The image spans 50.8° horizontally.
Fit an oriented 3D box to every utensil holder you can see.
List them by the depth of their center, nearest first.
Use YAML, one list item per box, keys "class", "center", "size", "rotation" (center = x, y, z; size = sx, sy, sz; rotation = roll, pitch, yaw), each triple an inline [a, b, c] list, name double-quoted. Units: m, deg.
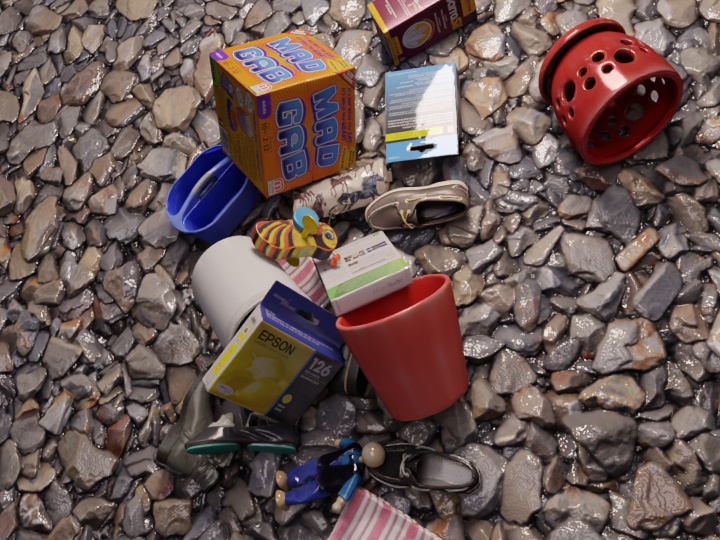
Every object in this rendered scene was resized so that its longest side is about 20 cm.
- class: "utensil holder"
  center: [-0.186, 0.057, 1.310]
  size: [0.169, 0.170, 0.200]
  rotation: [-41, 45, -2]

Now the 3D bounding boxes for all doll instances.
- class: "doll"
  center: [-0.046, 0.337, 1.251]
  size: [0.197, 0.049, 0.138]
  rotation: [-26, 36, 14]

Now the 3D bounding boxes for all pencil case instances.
- class: "pencil case"
  center: [-0.033, -0.147, 1.439]
  size: [0.196, 0.090, 0.079]
  rotation: [-17, 108, 7]

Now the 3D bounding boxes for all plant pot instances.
- class: "plant pot"
  center: [0.081, 0.127, 1.223]
  size: [0.197, 0.201, 0.181]
  rotation: [-21, 100, 8]
- class: "plant pot"
  center: [0.421, -0.315, 1.307]
  size: [0.198, 0.201, 0.185]
  rotation: [-28, 56, 4]

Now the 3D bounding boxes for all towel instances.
- class: "towel"
  center: [0.039, 0.456, 1.202]
  size: [0.197, 0.030, 0.148]
  rotation: [26, 80, 24]
- class: "towel"
  center: [-0.151, 0.019, 1.440]
  size: [0.146, 0.030, 0.201]
  rotation: [-40, 64, 0]

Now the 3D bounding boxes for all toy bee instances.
- class: "toy bee"
  center: [-0.083, -0.055, 1.315]
  size: [0.197, 0.131, 0.110]
  rotation: [-26, 70, -13]

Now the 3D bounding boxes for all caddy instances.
- class: "caddy"
  center: [-0.296, -0.154, 1.509]
  size: [0.141, 0.105, 0.201]
  rotation: [37, 83, 25]

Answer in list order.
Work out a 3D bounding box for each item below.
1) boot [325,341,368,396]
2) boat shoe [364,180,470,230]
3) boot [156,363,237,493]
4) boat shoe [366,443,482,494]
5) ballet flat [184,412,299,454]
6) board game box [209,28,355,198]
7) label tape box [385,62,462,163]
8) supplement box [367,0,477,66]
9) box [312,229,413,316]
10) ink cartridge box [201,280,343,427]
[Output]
- class: "boot"
  center: [-0.045, 0.112, 1.350]
  size: [0.135, 0.078, 0.204]
  rotation: [5, 70, 24]
- class: "boat shoe"
  center: [0.103, -0.110, 1.384]
  size: [0.195, 0.073, 0.060]
  rotation: [-12, 35, 8]
- class: "boot"
  center: [-0.266, 0.284, 1.364]
  size: [0.128, 0.068, 0.203]
  rotation: [23, 77, 11]
- class: "boat shoe"
  center: [0.098, 0.321, 1.228]
  size: [0.196, 0.060, 0.075]
  rotation: [9, 73, 20]
- class: "ballet flat"
  center: [-0.203, 0.281, 1.311]
  size: [0.195, 0.073, 0.075]
  rotation: [1, 67, -9]
- class: "board game box"
  center: [-0.141, -0.296, 1.406]
  size: [0.197, 0.203, 0.200]
  rotation: [-22, 44, -24]
- class: "label tape box"
  center: [0.121, -0.289, 1.458]
  size: [0.141, 0.063, 0.205]
  rotation: [-5, 68, 15]
- class: "supplement box"
  center: [0.126, -0.519, 1.521]
  size: [0.197, 0.111, 0.087]
  rotation: [-29, 64, 4]
- class: "box"
  center: [0.000, 0.000, 1.322]
  size: [0.142, 0.037, 0.200]
  rotation: [-23, 23, -3]
- class: "ink cartridge box"
  center: [-0.124, 0.144, 1.237]
  size: [0.201, 0.196, 0.047]
  rotation: [-50, 40, 9]
